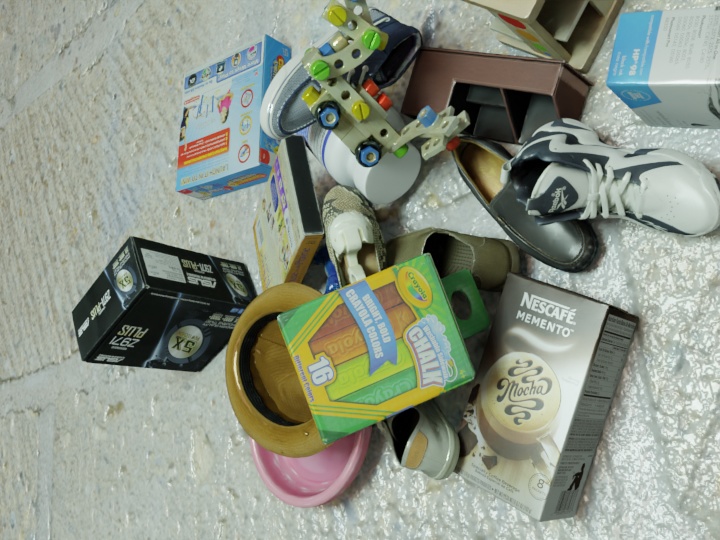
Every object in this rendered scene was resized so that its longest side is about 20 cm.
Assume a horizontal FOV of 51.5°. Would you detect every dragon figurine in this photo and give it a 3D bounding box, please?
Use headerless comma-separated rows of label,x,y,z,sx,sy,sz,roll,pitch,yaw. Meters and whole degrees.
dragon figurine,-0.014,-0.001,0.922,0.098,0.058,0.204,-27,63,34

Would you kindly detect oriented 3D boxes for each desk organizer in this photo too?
desk organizer,0.143,-0.189,0.820,0.198,0.071,0.079,21,96,42

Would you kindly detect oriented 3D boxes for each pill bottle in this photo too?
pill bottle,-0.012,-0.174,0.924,0.113,0.111,0.201,-54,52,18

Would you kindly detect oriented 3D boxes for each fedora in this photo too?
fedora,-0.067,0.114,0.862,0.197,0.081,0.206,-5,80,32

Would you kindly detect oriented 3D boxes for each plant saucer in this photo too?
plant saucer,-0.057,0.186,0.925,0.198,0.050,0.206,-12,72,40

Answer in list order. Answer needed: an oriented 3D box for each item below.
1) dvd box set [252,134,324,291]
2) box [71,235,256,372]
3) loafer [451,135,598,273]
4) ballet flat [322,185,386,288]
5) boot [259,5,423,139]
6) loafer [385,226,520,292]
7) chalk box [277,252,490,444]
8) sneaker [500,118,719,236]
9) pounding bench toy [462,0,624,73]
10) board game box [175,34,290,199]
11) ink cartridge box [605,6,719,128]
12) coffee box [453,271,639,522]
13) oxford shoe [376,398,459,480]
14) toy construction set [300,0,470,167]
dvd box set,-0.097,-0.051,0.958,0.201,0.029,0.149,120,143,-53
box,-0.268,0.054,1.038,0.164,0.198,0.087,-43,56,25
loafer,0.161,-0.071,0.776,0.073,0.072,0.200,-55,52,16
ballet flat,0.000,0.000,0.842,0.066,0.075,0.205,-13,89,4
boot,-0.022,-0.216,0.838,0.090,0.073,0.201,34,78,38
loafer,0.083,-0.014,0.828,0.198,0.067,0.078,-3,78,47
chalk box,0.032,0.064,0.726,0.196,0.124,0.127,-23,88,-5
sneaker,0.213,-0.070,0.676,0.198,0.128,0.081,38,141,32
pounding bench toy,0.156,-0.320,0.780,0.199,0.154,0.126,37,104,40
board game box,-0.195,-0.226,1.133,0.197,0.055,0.201,-8,75,40
ink cartridge box,0.324,-0.167,0.625,0.197,0.115,0.068,13,88,42
coffee box,0.173,0.118,0.718,0.112,0.079,0.204,19,93,42
oxford shoe,0.044,0.155,0.792,0.200,0.057,0.077,-139,67,-71
toy construction set,0.016,-0.186,0.779,0.131,0.200,0.092,-45,13,10
